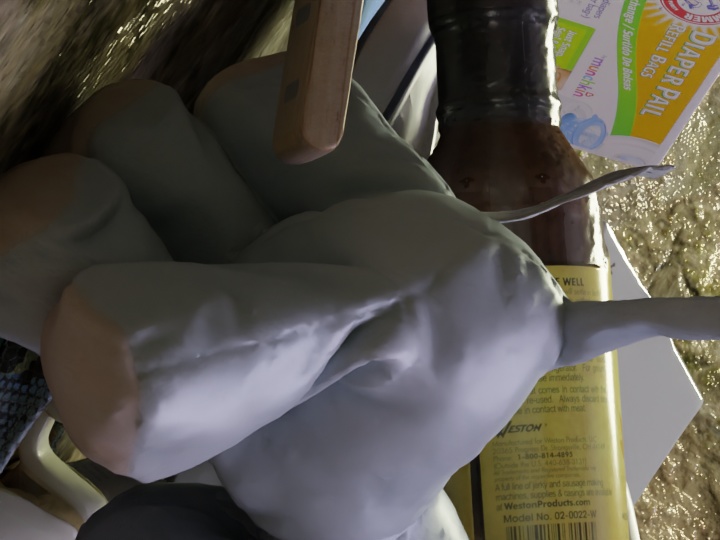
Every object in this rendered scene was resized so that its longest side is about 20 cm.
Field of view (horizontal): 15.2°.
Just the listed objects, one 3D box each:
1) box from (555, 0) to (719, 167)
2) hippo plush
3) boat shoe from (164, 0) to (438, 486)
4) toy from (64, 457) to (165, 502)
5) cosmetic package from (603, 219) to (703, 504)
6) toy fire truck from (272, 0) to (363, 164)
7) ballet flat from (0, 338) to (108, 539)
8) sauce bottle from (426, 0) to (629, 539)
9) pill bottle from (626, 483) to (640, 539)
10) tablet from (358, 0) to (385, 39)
[{"bbox_3d":[0.132,-0.149,1.327,0.200,0.112,0.102,115,-11,-63],"label":"box"},{"bbox_3d":[-0.017,0.043,0.750,0.160,0.198,0.162,-114,-157,-54],"label":"hippo plush"},{"bbox_3d":[0.000,0.000,0.863,0.074,0.065,0.201,142,-28,-80],"label":"boat shoe"},{"bbox_3d":[-0.047,0.053,0.949,0.199,0.048,0.115,-18,163,4],"label":"toy"},{"bbox_3d":[0.026,0.029,1.073,0.199,0.102,0.071,8,-129,45],"label":"cosmetic package"},{"bbox_3d":[0.028,-0.118,0.727,0.199,0.129,0.176,-35,166,-13],"label":"toy fire truck"},{"bbox_3d":[-0.095,0.047,0.839,0.201,0.074,0.074,-56,175,19],"label":"ballet flat"},{"bbox_3d":[0.046,0.010,0.814,0.065,0.064,0.202,85,3,-83],"label":"sauce bottle"},{"bbox_3d":[-0.008,0.119,0.901,0.113,0.198,0.114,175,-90,-88],"label":"pill bottle"},{"bbox_3d":[0.018,-0.125,0.918,0.201,0.014,0.130,-67,171,23],"label":"tablet"}]
